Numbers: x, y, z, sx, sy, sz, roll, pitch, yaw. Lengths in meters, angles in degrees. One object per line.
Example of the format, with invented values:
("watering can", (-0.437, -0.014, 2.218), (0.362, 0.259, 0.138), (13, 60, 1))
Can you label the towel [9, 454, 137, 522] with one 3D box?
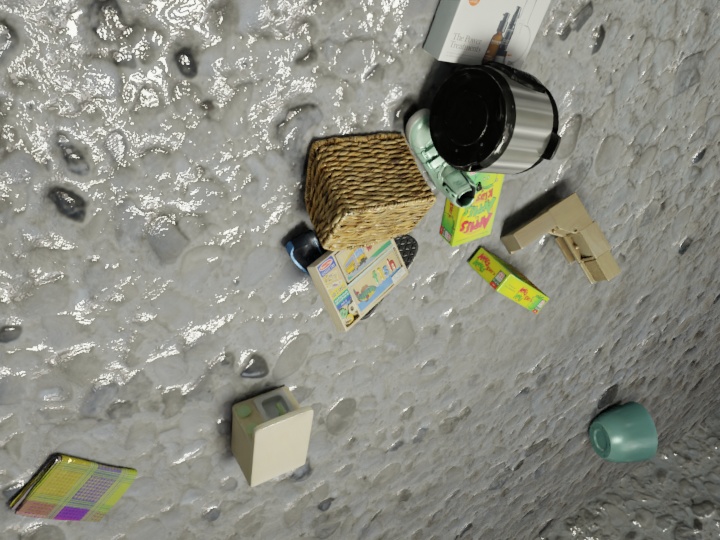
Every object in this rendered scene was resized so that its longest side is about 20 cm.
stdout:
("towel", (-0.527, 0.407, 1.423), (0.144, 0.023, 0.200), (-49, 141, 7))

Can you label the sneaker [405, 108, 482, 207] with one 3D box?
("sneaker", (0.154, -0.195, 1.359), (0.074, 0.118, 0.201), (-38, 140, -1))

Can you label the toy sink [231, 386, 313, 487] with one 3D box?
("toy sink", (-0.185, 0.322, 1.559), (0.129, 0.112, 0.201), (-18, 140, -27))

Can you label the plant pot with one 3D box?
("plant pot", (0.883, 0.564, 2.613), (0.159, 0.201, 0.202), (-9, 132, -17))

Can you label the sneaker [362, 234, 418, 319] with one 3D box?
("sneaker", (0.037, 0.011, 1.511), (0.200, 0.072, 0.083), (-51, 178, 0))

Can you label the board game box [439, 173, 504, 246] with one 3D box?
("board game box", (0.224, -0.151, 1.515), (0.101, 0.048, 0.201), (-19, 136, -27))

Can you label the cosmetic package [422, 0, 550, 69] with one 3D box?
("cosmetic package", (0.214, -0.415, 1.262), (0.199, 0.052, 0.152), (-4, 126, -37))

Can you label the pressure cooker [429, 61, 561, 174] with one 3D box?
("pressure cooker", (0.235, -0.251, 1.302), (0.199, 0.178, 0.178), (-3, 166, -44))

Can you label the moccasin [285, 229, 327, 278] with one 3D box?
("moccasin", (-0.052, -0.005, 1.391), (0.068, 0.081, 0.200), (-40, 143, 9))

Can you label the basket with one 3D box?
("basket", (0.002, -0.133, 1.316), (0.199, 0.150, 0.143), (-13, 157, -32))

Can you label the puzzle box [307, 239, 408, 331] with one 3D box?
("puzzle box", (0.000, 0.000, 1.379), (0.200, 0.025, 0.134), (-41, 114, -38))

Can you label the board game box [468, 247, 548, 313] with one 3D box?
("board game box", (0.334, 0.024, 1.712), (0.048, 0.102, 0.199), (-52, 140, 11))

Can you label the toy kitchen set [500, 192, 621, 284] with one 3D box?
("toy kitchen set", (0.433, -0.034, 1.719), (0.180, 0.201, 0.163), (-32, -178, -11))
